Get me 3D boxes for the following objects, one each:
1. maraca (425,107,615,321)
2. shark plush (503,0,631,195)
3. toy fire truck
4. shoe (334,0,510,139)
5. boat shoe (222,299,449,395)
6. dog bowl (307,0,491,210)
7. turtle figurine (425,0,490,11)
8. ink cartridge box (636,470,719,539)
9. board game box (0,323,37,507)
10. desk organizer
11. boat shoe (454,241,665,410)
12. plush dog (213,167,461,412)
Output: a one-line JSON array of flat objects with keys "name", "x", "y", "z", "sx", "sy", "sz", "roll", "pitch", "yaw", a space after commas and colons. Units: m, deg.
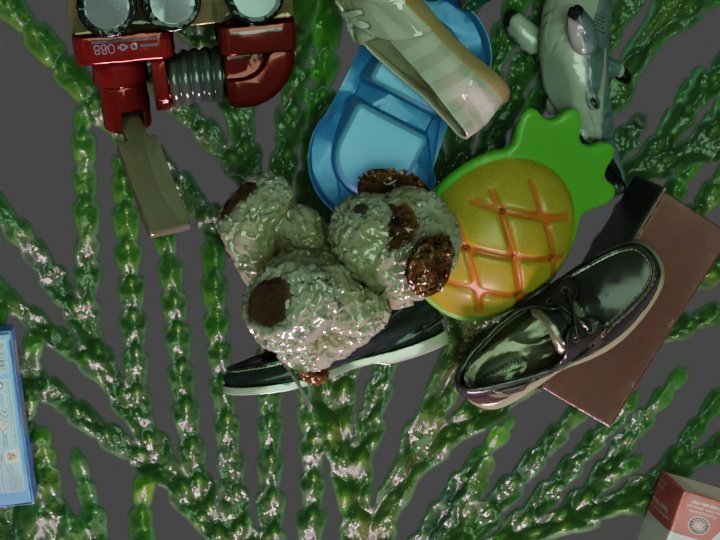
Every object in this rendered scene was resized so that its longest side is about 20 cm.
[{"name": "maraca", "x": 0.126, "y": -0.045, "z": 1.228, "sx": 0.137, "sy": 0.107, "sz": 0.200, "roll": 39, "pitch": 97, "yaw": -28}, {"name": "shark plush", "x": 0.204, "y": -0.161, "z": 1.243, "sx": 0.083, "sy": 0.091, "sz": 0.201, "roll": -29, "pitch": 100, "yaw": -32}, {"name": "toy fire truck", "x": -0.137, "y": -0.145, "z": 1.179, "sx": 0.175, "sy": 0.129, "sz": 0.201, "roll": -6, "pitch": 113, "yaw": -7}, {"name": "shoe", "x": 0.032, "y": -0.182, "z": 1.160, "sx": 0.200, "sy": 0.070, "sz": 0.053, "roll": 40, "pitch": 85, "yaw": -14}, {"name": "boat shoe", "x": -0.025, "y": 0.054, "z": 1.247, "sx": 0.198, "sy": 0.075, "sz": 0.067, "roll": -13, "pitch": 100, "yaw": -5}, {"name": "dog bowl", "x": 0.029, "y": -0.136, "z": 1.230, "sx": 0.111, "sy": 0.050, "sz": 0.201, "roll": 26, "pitch": 96, "yaw": -11}, {"name": "turtle figurine", "x": 0.044, "y": -0.306, "z": 1.173, "sx": 0.149, "sy": 0.101, "sz": 0.201, "roll": -14, "pitch": 74, "yaw": -42}, {"name": "ink cartridge box", "x": 0.300, "y": 0.298, "z": 1.338, "sx": 0.116, "sy": 0.068, "sz": 0.201, "roll": 18, "pitch": 96, "yaw": -10}, {"name": "board game box", "x": -0.381, "y": 0.131, "z": 1.232, "sx": 0.199, "sy": 0.037, "sz": 0.152, "roll": -6, "pitch": 101, "yaw": -7}, {"name": "desk organizer", "x": 0.227, "y": 0.027, "z": 1.277, "sx": 0.077, "sy": 0.072, "sz": 0.201, "roll": 30, "pitch": 96, "yaw": -14}, {"name": "boat shoe", "x": 0.163, "y": 0.049, "z": 1.208, "sx": 0.200, "sy": 0.065, "sz": 0.073, "roll": -40, "pitch": 77, "yaw": 11}, {"name": "plush dog", "x": 0.000, "y": 0.000, "z": 1.146, "sx": 0.171, "sy": 0.200, "sz": 0.161, "roll": -29, "pitch": 125, "yaw": 4}]
